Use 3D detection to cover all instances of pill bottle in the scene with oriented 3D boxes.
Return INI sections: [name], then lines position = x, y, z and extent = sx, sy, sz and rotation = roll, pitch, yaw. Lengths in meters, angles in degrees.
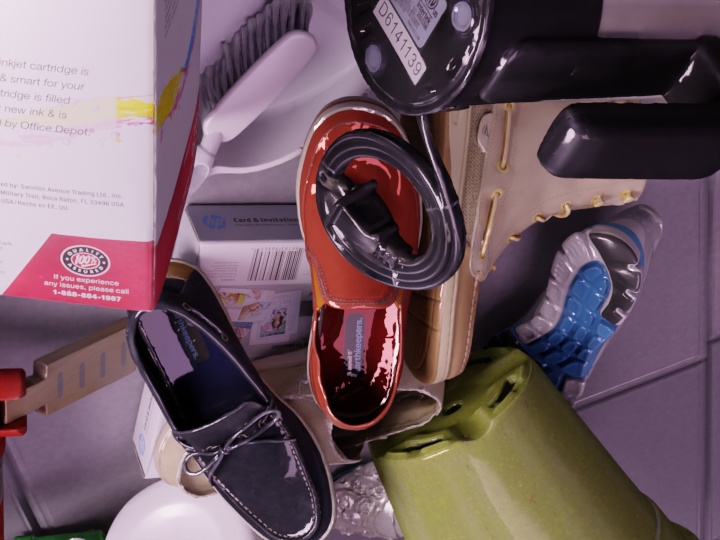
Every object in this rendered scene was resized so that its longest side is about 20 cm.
[pill bottle]
position = -0.087, 0.220, 1.117
extent = 0.112, 0.113, 0.200
rotation = -32, 151, 5

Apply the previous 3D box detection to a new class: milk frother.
[milk frother]
position = 0.086, -0.097, 0.856
extent = 0.188, 0.181, 0.200
rotation = -5, 161, -34

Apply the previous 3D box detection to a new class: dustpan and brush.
[dustpan and brush]
position = -0.076, -0.085, 0.896
extent = 0.140, 0.057, 0.200
rotation = 28, 114, -40

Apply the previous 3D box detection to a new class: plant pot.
[plant pot]
position = 0.101, 0.159, 1.071
extent = 0.200, 0.200, 0.190
rotation = -30, 108, 2

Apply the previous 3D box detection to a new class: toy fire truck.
[toy fire truck]
position = -0.232, 0.105, 0.970
extent = 0.200, 0.129, 0.176
rotation = -1, 131, -12

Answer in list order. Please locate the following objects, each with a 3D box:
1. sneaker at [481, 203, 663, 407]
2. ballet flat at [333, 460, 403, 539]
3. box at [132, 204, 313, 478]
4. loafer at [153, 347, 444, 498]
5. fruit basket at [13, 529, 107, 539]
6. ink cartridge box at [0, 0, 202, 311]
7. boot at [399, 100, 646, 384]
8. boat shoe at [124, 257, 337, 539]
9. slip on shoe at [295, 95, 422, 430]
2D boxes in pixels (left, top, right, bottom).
[sneaker]
position = 0.152, 0.030, 1.109
extent = 0.087, 0.075, 0.200
rotation = -40, 168, -45
[ballet flat]
position = 0.068, 0.162, 1.188
extent = 0.200, 0.072, 0.072
rotation = -14, 134, -13
[box]
position = -0.053, 0.047, 1.042
extent = 0.156, 0.041, 0.200
rotation = -2, 129, -23
[loafer]
position = -0.035, 0.092, 1.013
extent = 0.200, 0.068, 0.076
rotation = -27, 135, -1
[fruit basket]
position = -0.242, 0.256, 1.125
extent = 0.200, 0.094, 0.185
rotation = -18, 137, 12
[ink cartridge box]
position = -0.153, -0.107, 0.753
extent = 0.145, 0.145, 0.200
rotation = 8, 131, 0
[boot]
position = 0.098, -0.032, 0.988
extent = 0.155, 0.073, 0.200
rotation = -2, 99, -28
[boat shoe]
position = -0.079, 0.087, 0.950
extent = 0.075, 0.062, 0.200
rotation = -24, 106, 13
[slip on shoe]
position = 0.000, 0.000, 0.922
extent = 0.074, 0.061, 0.200
rotation = 0, 109, -6
